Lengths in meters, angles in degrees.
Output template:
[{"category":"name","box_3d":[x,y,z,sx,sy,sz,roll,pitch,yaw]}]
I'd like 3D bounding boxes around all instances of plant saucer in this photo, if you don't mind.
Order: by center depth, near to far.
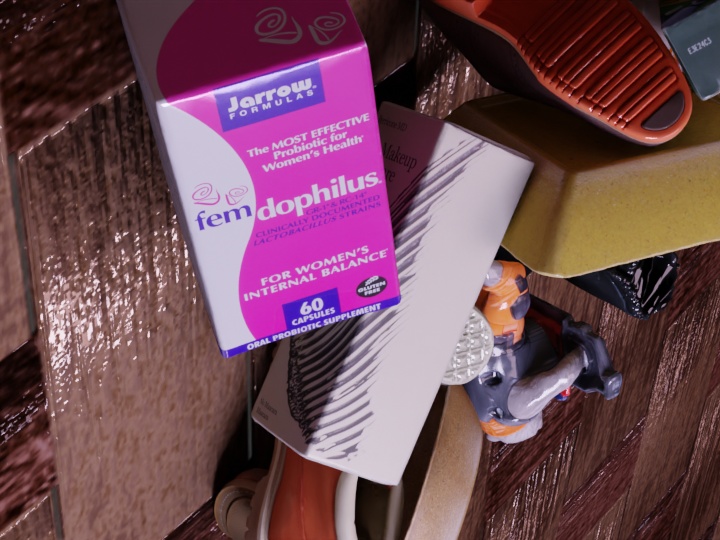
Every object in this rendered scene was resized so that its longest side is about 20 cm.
[{"category":"plant saucer","box_3d":[0.153,-0.072,1.046,0.200,0.200,0.048,-13,117,-18]},{"category":"plant saucer","box_3d":[0.038,0.162,1.138,0.200,0.035,0.200,-160,-90,-88]}]

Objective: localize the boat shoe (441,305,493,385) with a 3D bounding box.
[{"category":"boat shoe","box_3d":[0.000,0.000,1.065,0.200,0.062,0.075,39,86,-32]}]

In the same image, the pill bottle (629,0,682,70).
[{"category":"pill bottle","box_3d":[0.160,-0.143,1.200,0.112,0.112,0.200,-55,154,-12]}]

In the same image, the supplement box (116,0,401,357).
[{"category":"supplement box","box_3d":[-0.048,-0.063,0.875,0.101,0.103,0.200,-17,142,-6]}]

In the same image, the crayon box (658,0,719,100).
[{"category":"crayon box","box_3d":[0.243,-0.171,1.051,0.126,0.052,0.200,-28,-169,15]}]

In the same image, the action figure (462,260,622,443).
[{"category":"action figure","box_3d":[0.072,0.034,1.199,0.105,0.200,0.194,-33,116,-21]}]

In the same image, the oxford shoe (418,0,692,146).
[{"category":"oxford shoe","box_3d":[0.112,-0.128,1.026,0.071,0.200,0.073,-38,151,-16]}]

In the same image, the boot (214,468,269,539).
[{"category":"boot","box_3d":[-0.017,0.140,1.221,0.155,0.077,0.200,-59,145,-20]}]

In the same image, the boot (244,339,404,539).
[{"category":"boot","box_3d":[-0.006,0.097,1.094,0.075,0.107,0.200,18,70,-32]}]

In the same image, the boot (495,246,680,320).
[{"category":"boot","box_3d":[0.147,-0.016,1.250,0.073,0.162,0.198,-58,156,-10]}]

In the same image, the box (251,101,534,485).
[{"category":"box","box_3d":[0.017,0.012,0.996,0.068,0.082,0.200,21,92,-31]}]
